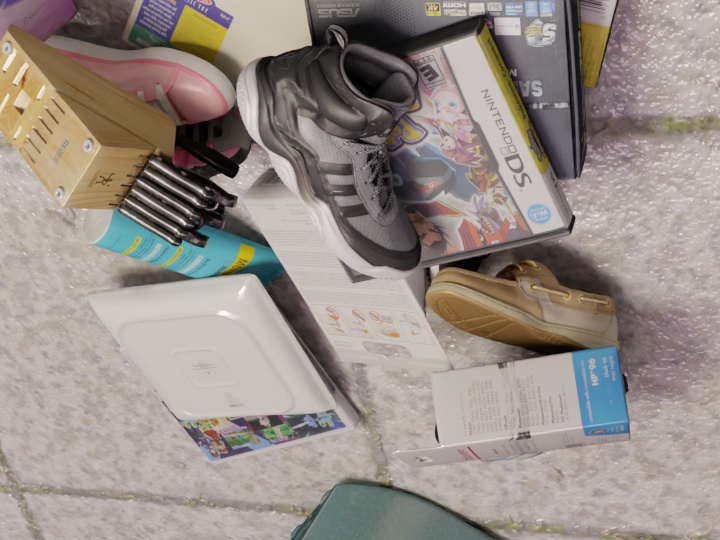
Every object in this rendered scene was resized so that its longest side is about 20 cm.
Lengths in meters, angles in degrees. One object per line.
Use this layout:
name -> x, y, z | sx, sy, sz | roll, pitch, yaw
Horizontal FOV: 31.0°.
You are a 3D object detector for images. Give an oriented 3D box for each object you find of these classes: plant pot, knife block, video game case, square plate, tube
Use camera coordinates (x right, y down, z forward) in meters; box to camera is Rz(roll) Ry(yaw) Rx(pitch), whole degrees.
plant pot -> 0.006, 0.348, 1.399 | 0.199, 0.196, 0.197 | 37, 132, 1
knife block -> -0.192, -0.104, 1.052 | 0.200, 0.175, 0.064 | 48, 114, 21
video game case -> -0.127, 0.117, 1.356 | 0.199, 0.023, 0.183 | -18, 120, 31
square plate -> -0.148, 0.087, 1.286 | 0.198, 0.029, 0.199 | -6, 133, 27
tube -> -0.158, -0.021, 1.203 | 0.199, 0.051, 0.077 | 20, 146, -37
video game case -> 0.039, -0.083, 0.989 | 0.199, 0.026, 0.181 | -13, 122, 30

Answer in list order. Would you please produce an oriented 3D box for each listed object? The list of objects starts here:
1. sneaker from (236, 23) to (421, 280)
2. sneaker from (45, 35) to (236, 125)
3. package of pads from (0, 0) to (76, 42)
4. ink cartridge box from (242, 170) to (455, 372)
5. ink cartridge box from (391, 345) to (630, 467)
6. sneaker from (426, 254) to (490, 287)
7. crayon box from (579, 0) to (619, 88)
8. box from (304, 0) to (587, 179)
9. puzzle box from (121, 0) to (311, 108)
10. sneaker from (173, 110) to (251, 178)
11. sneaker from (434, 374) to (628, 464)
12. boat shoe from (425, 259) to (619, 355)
sneaker -> 0.006, -0.083, 0.933 | 0.113, 0.076, 0.200 | -23, 114, 38
sneaker -> -0.207, -0.134, 1.101 | 0.199, 0.105, 0.076 | 12, 153, 22
package of pads -> -0.322, -0.257, 1.048 | 0.075, 0.121, 0.201 | -6, 126, 29
ink cartridge box -> 0.000, 0.000, 1.157 | 0.160, 0.050, 0.201 | 3, 134, 48
ink cartridge box -> 0.129, 0.121, 1.124 | 0.198, 0.068, 0.116 | -9, 163, 10
sneaker -> 0.109, -0.046, 1.102 | 0.089, 0.070, 0.201 | 13, 130, 14
crayon box -> 0.096, -0.222, 0.973 | 0.198, 0.051, 0.128 | 15, 132, 7
box -> 0.067, -0.148, 0.976 | 0.198, 0.051, 0.159 | 4, 129, 18
puzzle box -> -0.090, -0.197, 1.079 | 0.199, 0.026, 0.133 | 30, 133, -6
sneaker -> -0.172, -0.091, 1.177 | 0.199, 0.080, 0.095 | -9, 141, 30
sneaker -> 0.174, 0.138, 1.245 | 0.199, 0.075, 0.087 | -22, 136, 34
boat shoe -> 0.142, 0.026, 1.120 | 0.199, 0.070, 0.074 | 20, 160, -31
